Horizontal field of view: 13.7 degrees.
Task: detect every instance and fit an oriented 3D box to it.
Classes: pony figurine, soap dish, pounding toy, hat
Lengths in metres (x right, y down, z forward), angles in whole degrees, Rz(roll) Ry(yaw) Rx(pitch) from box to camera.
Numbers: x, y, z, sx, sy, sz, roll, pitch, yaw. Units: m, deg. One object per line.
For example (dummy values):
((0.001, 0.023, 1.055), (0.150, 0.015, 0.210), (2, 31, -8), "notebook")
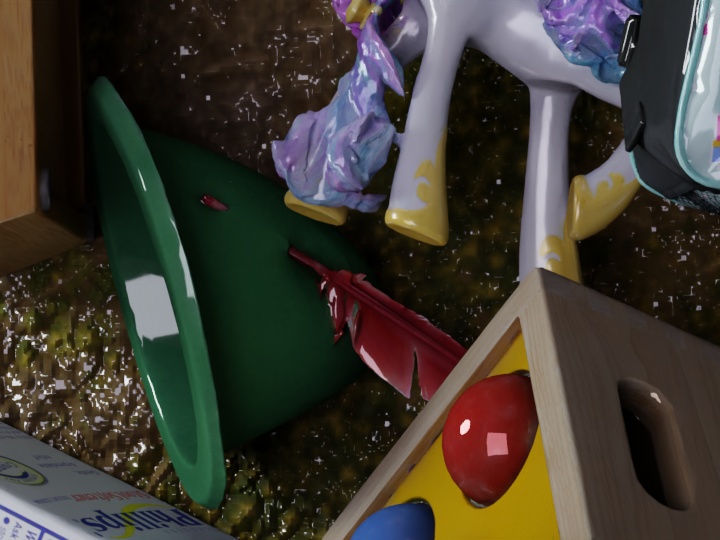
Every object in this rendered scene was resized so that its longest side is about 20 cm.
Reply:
((0.044, -0.106, 1.124), (0.193, 0.167, 0.200), (21, 82, -5), "pony figurine")
((-0.155, -0.078, 1.187), (0.081, 0.200, 0.157), (-2, 86, 1), "soap dish")
((0.062, 0.113, 1.032), (0.184, 0.142, 0.200), (-54, 25, 31), "pounding toy")
((0.000, 0.000, 1.188), (0.176, 0.166, 0.200), (-15, 100, -11), "hat")

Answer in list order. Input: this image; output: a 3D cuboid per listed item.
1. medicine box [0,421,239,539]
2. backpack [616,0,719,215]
((-0.167, 0.163, 1.228), (0.200, 0.103, 0.182), (24, 99, 22), "medicine box")
((0.207, -0.093, 1.024), (0.200, 0.153, 0.176), (10, 87, -14), "backpack")
